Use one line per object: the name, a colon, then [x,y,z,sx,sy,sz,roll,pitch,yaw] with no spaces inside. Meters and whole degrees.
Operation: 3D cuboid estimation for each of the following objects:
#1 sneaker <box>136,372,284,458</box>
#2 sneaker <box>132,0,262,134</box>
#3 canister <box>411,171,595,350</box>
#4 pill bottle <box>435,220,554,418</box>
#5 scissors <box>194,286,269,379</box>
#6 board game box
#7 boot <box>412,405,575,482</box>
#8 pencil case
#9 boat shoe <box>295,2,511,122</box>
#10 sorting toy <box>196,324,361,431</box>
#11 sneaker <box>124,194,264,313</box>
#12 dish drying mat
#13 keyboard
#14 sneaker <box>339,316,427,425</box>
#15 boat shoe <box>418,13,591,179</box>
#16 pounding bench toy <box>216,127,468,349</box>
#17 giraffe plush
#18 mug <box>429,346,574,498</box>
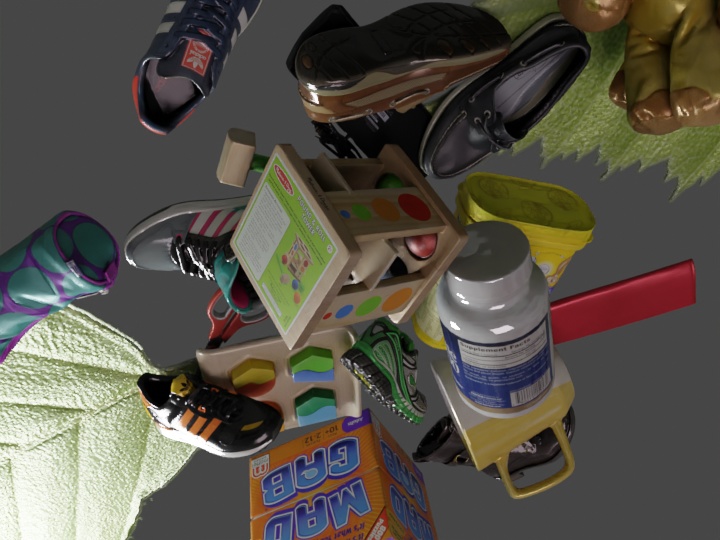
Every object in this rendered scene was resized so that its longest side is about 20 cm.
sneaker: [-0.189,0.166,0.872,0.199,0.070,0.090,2,134,31]
sneaker: [-0.131,-0.197,0.602,0.075,0.085,0.200,20,124,-25]
canister: [0.152,0.000,0.821,0.148,0.087,0.201,8,130,-15]
pill bottle: [0.136,0.051,0.732,0.110,0.111,0.201,-15,133,3]
scissors: [-0.182,0.082,0.883,0.073,0.014,0.200,27,122,-32]
board game box: [-0.019,0.359,1.023,0.199,0.200,0.200,-25,130,11]
boot: [0.191,0.241,1.046,0.173,0.069,0.200,22,125,-27]
pencil case: [-0.348,0.025,0.754,0.199,0.085,0.093,-31,102,17]
boat shoe: [0.035,-0.183,0.649,0.199,0.076,0.074,-15,151,-14]
sorting toy: [-0.098,0.153,0.933,0.199,0.037,0.186,-8,134,-6]
sneaker: [-0.146,-0.008,0.737,0.199,0.121,0.084,-12,132,1]
dish drying mat: [0.331,0.043,0.934,0.199,0.018,0.077,-17,130,6]
keyboard: [-0.001,-0.153,0.707,0.104,0.040,0.200,-47,125,-1]
sneaker: [0.050,0.132,0.922,0.085,0.078,0.200,-50,145,-13]
boat shoe: [0.139,-0.152,0.692,0.199,0.066,0.074,-39,127,16]
pounding bench toy: [-0.025,-0.056,0.669,0.155,0.200,0.124,-10,145,-41]
giraffe plush: [0.234,-0.230,0.582,0.161,0.172,0.201,24,88,-18]
mug: [0.194,0.172,0.936,0.152,0.149,0.187,-24,106,-1]
